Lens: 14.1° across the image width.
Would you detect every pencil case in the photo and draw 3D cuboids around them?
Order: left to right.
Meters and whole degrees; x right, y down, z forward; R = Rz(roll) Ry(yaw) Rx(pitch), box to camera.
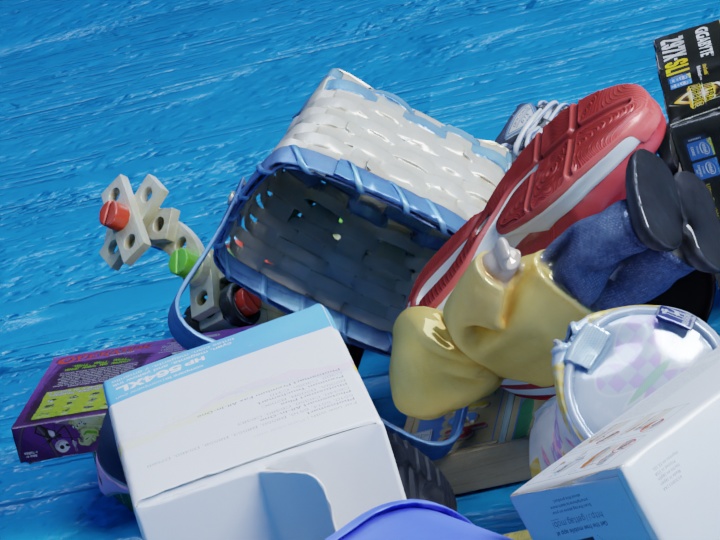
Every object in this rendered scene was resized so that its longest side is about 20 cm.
[{"bbox_3d":[0.130,0.077,1.435,0.090,0.083,0.200,17,-14,5],"label":"pencil case"}]

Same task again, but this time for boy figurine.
[{"bbox_3d":[0.096,0.018,1.490,0.124,0.065,0.200,20,-40,-39],"label":"boy figurine"}]

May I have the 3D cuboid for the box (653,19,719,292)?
[{"bbox_3d":[0.211,-0.019,1.581,0.049,0.201,0.160,-16,18,10],"label":"box"}]

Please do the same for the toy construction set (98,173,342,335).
[{"bbox_3d":[-0.071,-0.003,1.864,0.199,0.132,0.092,13,-33,-30],"label":"toy construction set"}]

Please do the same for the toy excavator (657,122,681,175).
[{"bbox_3d":[0.288,-0.066,1.784,0.199,0.195,0.100,15,-19,-18],"label":"toy excavator"}]

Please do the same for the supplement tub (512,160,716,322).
[{"bbox_3d":[0.133,-0.015,1.708,0.107,0.107,0.200,-19,19,-5],"label":"supplement tub"}]

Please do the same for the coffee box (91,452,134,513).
[{"bbox_3d":[-0.072,0.114,1.706,0.123,0.044,0.200,-22,19,-17],"label":"coffee box"}]

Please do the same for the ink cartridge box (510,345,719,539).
[{"bbox_3d":[0.192,0.123,1.281,0.200,0.176,0.084,-31,5,-35],"label":"ink cartridge box"}]

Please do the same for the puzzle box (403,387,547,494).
[{"bbox_3d":[0.096,0.072,1.703,0.132,0.026,0.200,-13,19,13],"label":"puzzle box"}]

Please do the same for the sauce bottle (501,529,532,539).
[{"bbox_3d":[0.139,0.145,1.397,0.199,0.065,0.065,-12,19,14],"label":"sauce bottle"}]

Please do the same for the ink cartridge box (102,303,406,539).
[{"bbox_3d":[-0.043,0.121,1.419,0.125,0.129,0.200,-18,18,-3],"label":"ink cartridge box"}]

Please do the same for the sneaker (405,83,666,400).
[{"bbox_3d":[0.122,-0.008,1.554,0.200,0.115,0.079,-44,20,37],"label":"sneaker"}]

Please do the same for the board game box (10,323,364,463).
[{"bbox_3d":[-0.100,0.068,1.746,0.199,0.032,0.120,-9,22,11],"label":"board game box"}]

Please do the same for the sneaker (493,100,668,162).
[{"bbox_3d":[0.127,-0.072,1.876,0.077,0.085,0.200,-42,0,-29],"label":"sneaker"}]

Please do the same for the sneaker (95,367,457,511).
[{"bbox_3d":[-0.048,0.114,1.578,0.199,0.082,0.070,21,43,-12],"label":"sneaker"}]

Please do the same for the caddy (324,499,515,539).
[{"bbox_3d":[0.008,0.189,1.275,0.200,0.142,0.105,-30,27,-34],"label":"caddy"}]

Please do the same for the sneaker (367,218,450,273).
[{"bbox_3d":[0.061,-0.019,1.846,0.090,0.067,0.200,-31,-8,28],"label":"sneaker"}]

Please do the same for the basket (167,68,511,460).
[{"bbox_3d":[0.000,0.000,1.662,0.139,0.176,0.200,-58,6,47],"label":"basket"}]
